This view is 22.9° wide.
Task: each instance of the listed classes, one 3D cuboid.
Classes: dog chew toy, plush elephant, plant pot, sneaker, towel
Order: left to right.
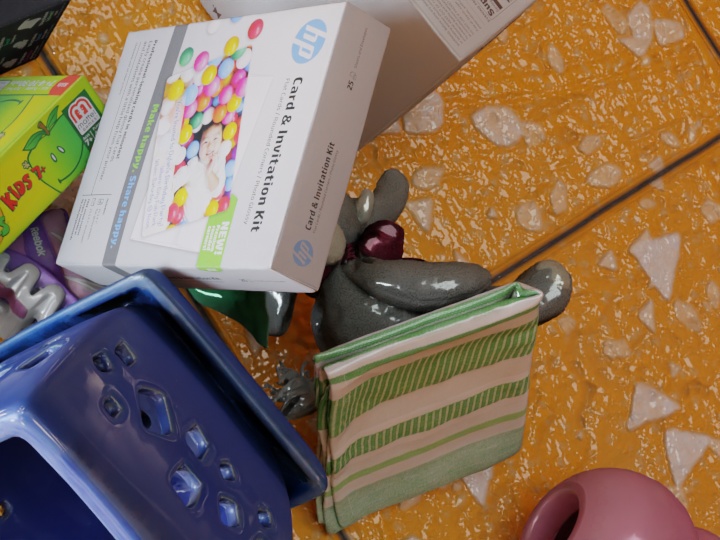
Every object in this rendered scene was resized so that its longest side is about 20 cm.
[{"bbox_3d":[-0.148,0.124,0.995,0.200,0.200,0.180,52,37,-17],"label":"plant pot"},{"bbox_3d":[-0.154,0.035,1.118,0.200,0.080,0.088,41,55,-6],"label":"sneaker"},{"bbox_3d":[0.000,0.000,1.144,0.200,0.165,0.155,-17,79,-30],"label":"plush elephant"},{"bbox_3d":[0.041,0.088,1.110,0.153,0.200,0.023,-21,57,-14],"label":"towel"},{"bbox_3d":[0.203,0.218,1.198,0.200,0.125,0.125,34,63,-20],"label":"dog chew toy"}]

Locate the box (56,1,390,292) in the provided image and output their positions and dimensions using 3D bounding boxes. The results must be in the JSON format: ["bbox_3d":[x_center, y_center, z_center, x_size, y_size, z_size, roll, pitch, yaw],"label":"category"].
[{"bbox_3d":[-0.083,-0.067,1.019,0.041,0.200,0.156,27,73,-41],"label":"box"}]

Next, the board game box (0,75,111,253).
[{"bbox_3d":[-0.247,-0.038,1.076,0.200,0.102,0.048,-50,125,-28],"label":"board game box"}]

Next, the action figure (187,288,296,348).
[{"bbox_3d":[-0.105,-0.036,1.105,0.055,0.200,0.118,1,104,-43],"label":"action figure"}]

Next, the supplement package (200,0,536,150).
[{"bbox_3d":[0.009,-0.188,1.186,0.111,0.200,0.156,-40,93,-28],"label":"supplement package"}]

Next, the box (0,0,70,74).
[{"bbox_3d":[-0.299,-0.164,1.095,0.200,0.106,0.122,-29,87,-28],"label":"box"}]
